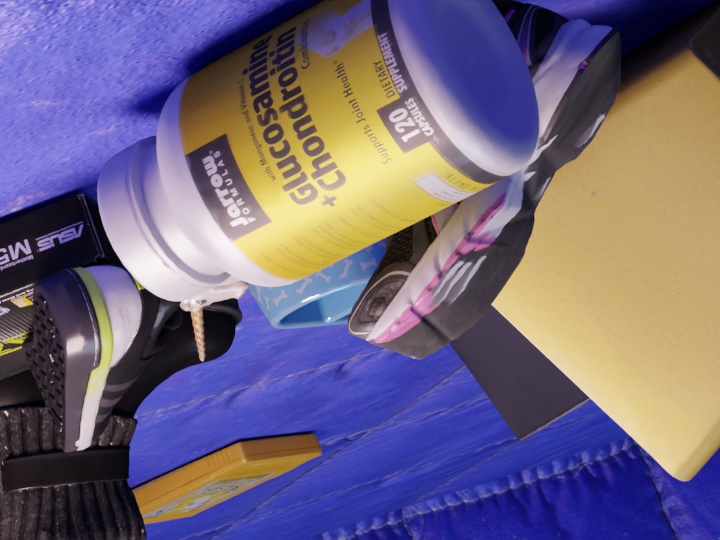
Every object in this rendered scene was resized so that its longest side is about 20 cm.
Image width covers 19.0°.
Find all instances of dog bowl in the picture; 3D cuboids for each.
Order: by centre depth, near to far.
[{"bbox_3d":[0.000,0.000,1.493,0.111,0.050,0.200,-27,166,32],"label":"dog bowl"}]

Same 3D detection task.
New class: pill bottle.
[{"bbox_3d":[-0.024,-0.060,1.016,0.200,0.112,0.112,-26,167,27],"label":"pill bottle"}]

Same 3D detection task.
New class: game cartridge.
[{"bbox_3d":[-0.158,0.228,2.331,0.200,0.032,0.176,-25,168,27],"label":"game cartridge"}]

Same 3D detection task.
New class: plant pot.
[{"bbox_3d":[0.192,-0.039,1.214,0.176,0.200,0.200,-47,178,31],"label":"plant pot"}]

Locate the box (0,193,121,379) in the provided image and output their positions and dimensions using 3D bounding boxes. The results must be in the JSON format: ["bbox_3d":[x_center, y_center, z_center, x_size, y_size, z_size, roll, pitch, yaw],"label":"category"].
[{"bbox_3d":[-0.224,0.027,1.248,0.200,0.048,0.193,-21,166,2],"label":"box"}]

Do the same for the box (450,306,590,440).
[{"bbox_3d":[0.184,-0.003,1.497,0.198,0.123,0.200,-35,176,-28],"label":"box"}]

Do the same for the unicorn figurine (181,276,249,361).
[{"bbox_3d":[-0.065,-0.018,1.215,0.137,0.074,0.200,-26,171,4],"label":"unicorn figurine"}]

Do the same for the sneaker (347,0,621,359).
[{"bbox_3d":[0.048,-0.049,1.079,0.200,0.086,0.080,-55,155,-11],"label":"sneaker"}]

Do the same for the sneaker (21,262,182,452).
[{"bbox_3d":[-0.136,0.046,1.198,0.083,0.072,0.200,-20,167,-18],"label":"sneaker"}]

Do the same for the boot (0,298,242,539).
[{"bbox_3d":[-0.160,0.108,1.445,0.211,0.158,0.079,-15,168,-22],"label":"boot"}]
